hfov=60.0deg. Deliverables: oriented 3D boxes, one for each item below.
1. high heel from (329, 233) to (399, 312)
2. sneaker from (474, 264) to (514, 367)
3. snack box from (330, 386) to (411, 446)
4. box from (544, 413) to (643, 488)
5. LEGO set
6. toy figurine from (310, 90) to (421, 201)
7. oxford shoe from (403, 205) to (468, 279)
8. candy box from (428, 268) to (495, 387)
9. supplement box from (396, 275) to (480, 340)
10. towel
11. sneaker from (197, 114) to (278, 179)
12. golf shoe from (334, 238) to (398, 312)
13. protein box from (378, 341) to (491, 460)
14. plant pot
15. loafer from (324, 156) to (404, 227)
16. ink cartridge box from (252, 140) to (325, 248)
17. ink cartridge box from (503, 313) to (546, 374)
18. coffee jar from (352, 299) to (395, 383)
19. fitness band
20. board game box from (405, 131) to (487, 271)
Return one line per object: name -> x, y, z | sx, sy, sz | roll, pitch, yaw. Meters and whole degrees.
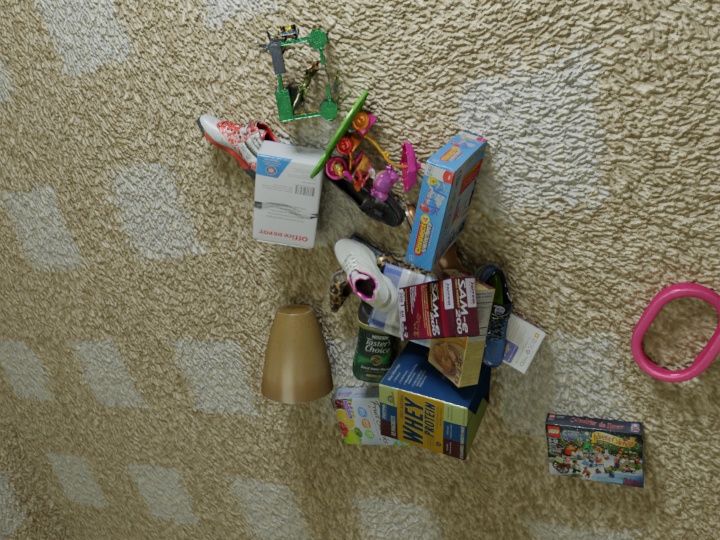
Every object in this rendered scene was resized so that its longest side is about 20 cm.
high heel -> 0.006, 0.037, 1.412 | 0.140, 0.071, 0.204 | 30, 117, 19
sneaker -> 0.262, 0.091, 1.244 | 0.076, 0.089, 0.207 | -2, 89, -5
snack box -> 0.033, 0.370, 1.583 | 0.195, 0.053, 0.146 | -7, 112, 31
box -> 0.504, 0.387, 1.344 | 0.195, 0.038, 0.140 | 0, 114, 29
LEGO set -> -0.118, -0.394, 1.260 | 0.149, 0.116, 0.205 | -17, 113, 2
toy figurine -> 0.025, -0.213, 1.232 | 0.182, 0.150, 0.202 | 36, 101, -5
oxford shoe -> 0.156, -0.058, 1.301 | 0.070, 0.071, 0.203 | -33, 96, 7
candy box -> 0.199, 0.113, 1.247 | 0.115, 0.054, 0.206 | 35, 124, 56
supplement box -> 0.148, 0.078, 1.218 | 0.199, 0.059, 0.113 | -17, 77, 61
towel -> 0.125, 0.084, 1.347 | 0.195, 0.024, 0.151 | 19, 98, 2
sneaker -> -0.266, -0.307, 1.391 | 0.201, 0.067, 0.108 | 42, 126, -1
golf shoe -> 0.000, 0.000, 1.318 | 0.076, 0.091, 0.201 | -49, 61, 16
protein box -> 0.167, 0.273, 1.369 | 0.195, 0.199, 0.139 | 10, 120, 24
plant pot -> -0.158, 0.194, 1.538 | 0.181, 0.185, 0.207 | 5, 102, 26
loafer -> 0.004, -0.155, 1.313 | 0.199, 0.063, 0.072 | 43, 135, 10
ink cartridge box -> -0.157, -0.164, 1.363 | 0.140, 0.085, 0.205 | 9, 122, -3
ink cartridge box -> 0.281, 0.123, 1.309 | 0.197, 0.037, 0.097 | 30, 97, 10
coffee jar -> 0.038, 0.158, 1.445 | 0.101, 0.086, 0.205 | 6, 119, 1
fitness band -> 0.592, 0.118, 1.160 | 0.141, 0.037, 0.204 | 26, 123, 15
board game box -> 0.161, -0.133, 1.163 | 0.055, 0.200, 0.201 | 21, 123, 18
